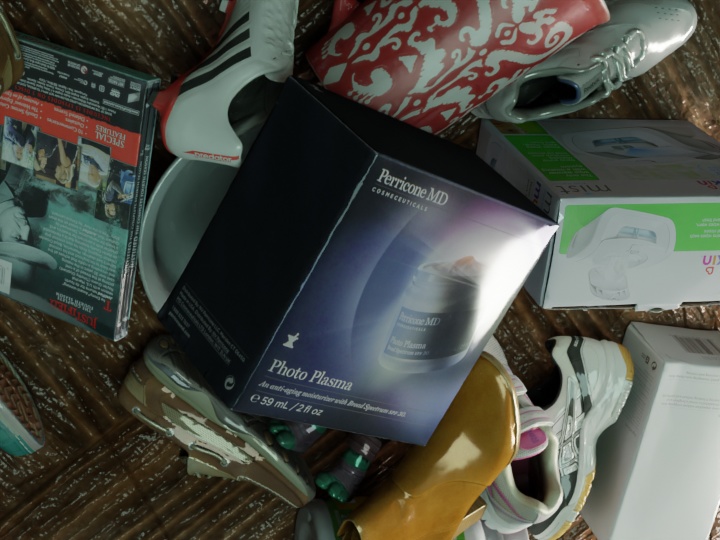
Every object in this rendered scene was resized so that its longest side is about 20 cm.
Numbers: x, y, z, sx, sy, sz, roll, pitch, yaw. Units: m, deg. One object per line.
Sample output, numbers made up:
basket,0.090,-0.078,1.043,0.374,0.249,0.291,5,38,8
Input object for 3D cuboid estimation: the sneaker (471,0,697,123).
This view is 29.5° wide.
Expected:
sneaker,0.183,-0.161,1.088,0.199,0.087,0.075,-26,118,-5

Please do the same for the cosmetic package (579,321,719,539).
cosmetic package,0.284,0.158,1.272,0.112,0.081,0.202,7,113,-19

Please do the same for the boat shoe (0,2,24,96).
boat shoe,-0.291,-0.208,0.938,0.074,0.075,0.202,-34,112,-46

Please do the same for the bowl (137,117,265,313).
bowl,-0.079,-0.038,1.065,0.199,0.090,0.203,-6,115,-13

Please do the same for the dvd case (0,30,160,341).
dvd case,-0.223,-0.063,1.002,0.145,0.022,0.202,19,112,19

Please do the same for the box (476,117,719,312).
box,0.209,-0.048,1.098,0.198,0.177,0.098,-1,115,-15

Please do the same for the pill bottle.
pill bottle,0.047,0.257,1.228,0.198,0.111,0.112,0,114,-17

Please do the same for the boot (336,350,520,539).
boot,0.050,0.168,1.099,0.143,0.071,0.203,-23,137,-34

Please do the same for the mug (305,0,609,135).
mug,0.057,-0.196,1.034,0.199,0.178,0.133,-38,156,8

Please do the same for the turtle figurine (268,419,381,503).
turtle figurine,0.019,0.084,1.124,0.100,0.150,0.201,32,98,-40

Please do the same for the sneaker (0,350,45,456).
sneaker,-0.331,0.080,1.062,0.080,0.071,0.200,-35,114,7

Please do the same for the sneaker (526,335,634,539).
sneaker,0.176,0.149,1.249,0.087,0.076,0.202,15,105,-7

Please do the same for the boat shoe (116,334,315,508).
boat shoe,-0.121,0.137,1.150,0.072,0.076,0.200,-43,109,10

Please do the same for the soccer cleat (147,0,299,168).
soccer cleat,-0.072,-0.154,0.976,0.201,0.085,0.069,-59,159,-28

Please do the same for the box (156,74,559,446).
box,0.000,0.000,0.958,0.199,0.123,0.199,16,110,-44

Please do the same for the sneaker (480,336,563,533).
sneaker,0.124,0.130,1.177,0.081,0.088,0.201,-27,95,-27
